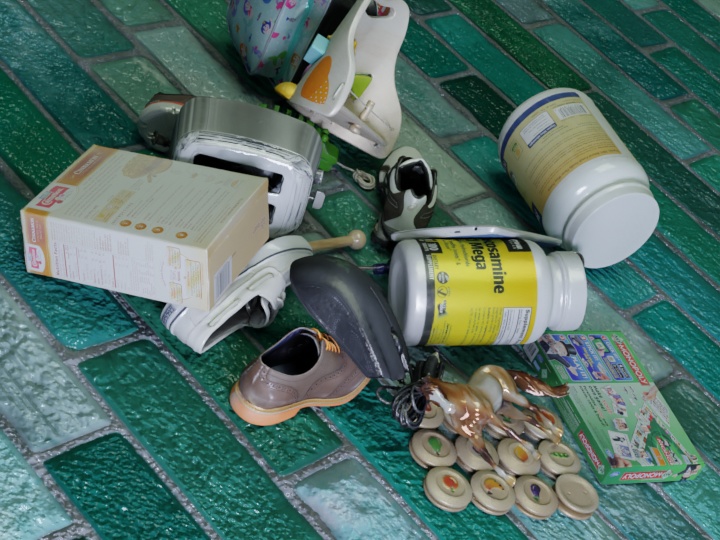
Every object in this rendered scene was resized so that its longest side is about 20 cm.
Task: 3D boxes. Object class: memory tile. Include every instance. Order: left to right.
[{"bbox_3d":[0.139,0.187,1.508,0.198,0.017,0.154,8,40,-25],"label":"memory tile"}]

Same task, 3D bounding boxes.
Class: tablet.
[{"bbox_3d":[0.133,-0.036,1.660,0.129,0.014,0.199,-3,-4,28],"label":"tablet"}]

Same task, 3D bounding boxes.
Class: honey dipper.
[{"bbox_3d":[-0.068,-0.022,1.624,0.199,0.038,0.038,-9,49,-46],"label":"honey dipper"}]

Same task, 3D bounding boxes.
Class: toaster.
[{"bbox_3d":[-0.134,-0.112,1.598,0.198,0.115,0.129,15,22,-9],"label":"toaster"}]

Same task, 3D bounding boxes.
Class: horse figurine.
[{"bbox_3d":[0.139,0.139,1.500,0.132,0.050,0.200,41,30,14],"label":"horse figurine"}]

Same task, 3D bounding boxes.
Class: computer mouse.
[{"bbox_3d":[0.013,0.053,1.476,0.200,0.053,0.139,47,23,-2],"label":"computer mouse"}]

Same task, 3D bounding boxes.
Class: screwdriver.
[{"bbox_3d":[0.000,0.000,1.647,0.198,0.029,0.028,-4,46,-30],"label":"screwdriver"}]

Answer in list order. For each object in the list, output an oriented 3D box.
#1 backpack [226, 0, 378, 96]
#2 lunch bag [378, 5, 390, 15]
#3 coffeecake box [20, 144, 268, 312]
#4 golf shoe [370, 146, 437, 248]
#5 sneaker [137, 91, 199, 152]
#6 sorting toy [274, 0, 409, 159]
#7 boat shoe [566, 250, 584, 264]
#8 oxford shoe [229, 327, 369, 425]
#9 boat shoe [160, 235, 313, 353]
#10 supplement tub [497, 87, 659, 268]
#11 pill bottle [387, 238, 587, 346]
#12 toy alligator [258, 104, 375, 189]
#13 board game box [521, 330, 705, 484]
[{"bbox_3d":[-0.080,-0.326,1.867,0.149,0.179,0.201,13,34,-27],"label":"backpack"},{"bbox_3d":[-0.040,-0.396,2.056,0.175,0.082,0.200,29,36,3],"label":"lunch bag"},{"bbox_3d":[-0.210,-0.046,1.469,0.198,0.074,0.154,12,33,16],"label":"coffeecake box"},{"bbox_3d":[0.065,-0.103,1.753,0.077,0.095,0.201,18,35,-10],"label":"golf shoe"},{"bbox_3d":[-0.154,-0.166,1.707,0.198,0.078,0.082,18,33,-13],"label":"sneaker"},{"bbox_3d":[-0.001,-0.251,1.743,0.106,0.181,0.200,27,-1,21],"label":"sorting toy"},{"bbox_3d":[0.191,0.023,1.707,0.067,0.057,0.199,43,39,19],"label":"boat shoe"},{"bbox_3d":[-0.039,0.090,1.464,0.071,0.073,0.199,42,38,21],"label":"oxford shoe"},{"bbox_3d":[-0.110,0.026,1.503,0.066,0.072,0.199,45,40,17],"label":"boat shoe"},{"bbox_3d":[0.272,-0.115,1.856,0.143,0.145,0.201,1,43,-31],"label":"supplement tub"},{"bbox_3d":[0.136,0.023,1.591,0.197,0.113,0.113,-1,42,-13],"label":"pill bottle"},{"bbox_3d":[-0.064,-0.155,1.767,0.198,0.055,0.060,20,36,-9],"label":"toy alligator"},{"bbox_3d":[0.276,0.147,1.634,0.133,0.029,0.201,3,42,-31],"label":"board game box"}]
